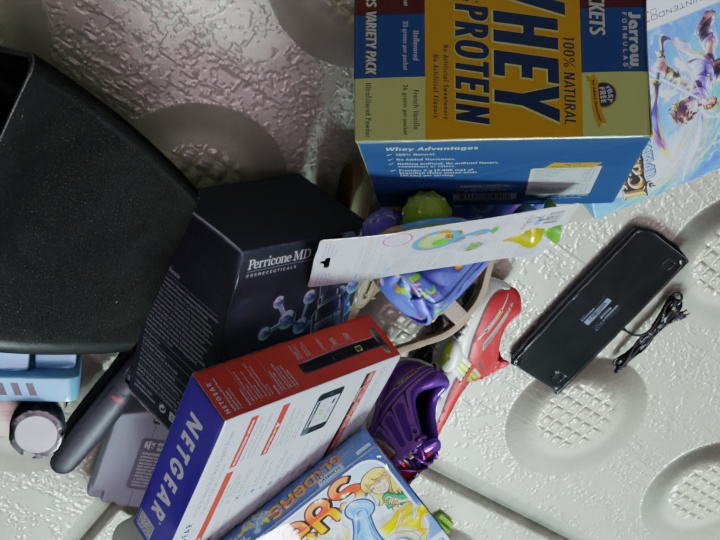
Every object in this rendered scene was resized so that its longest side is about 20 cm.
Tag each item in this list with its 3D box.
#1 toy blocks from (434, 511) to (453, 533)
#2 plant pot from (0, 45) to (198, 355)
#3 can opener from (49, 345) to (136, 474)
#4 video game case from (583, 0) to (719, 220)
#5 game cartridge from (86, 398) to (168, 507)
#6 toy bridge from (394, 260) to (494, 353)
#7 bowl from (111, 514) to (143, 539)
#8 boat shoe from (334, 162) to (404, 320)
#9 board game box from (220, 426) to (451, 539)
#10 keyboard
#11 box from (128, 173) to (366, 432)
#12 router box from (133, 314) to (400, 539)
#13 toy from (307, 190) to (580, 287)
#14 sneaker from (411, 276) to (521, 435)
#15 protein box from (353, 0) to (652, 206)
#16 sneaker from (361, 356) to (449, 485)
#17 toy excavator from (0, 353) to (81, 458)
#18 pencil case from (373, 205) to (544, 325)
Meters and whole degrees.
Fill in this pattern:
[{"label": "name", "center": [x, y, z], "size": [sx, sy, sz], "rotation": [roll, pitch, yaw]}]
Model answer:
[{"label": "toy blocks", "center": [0.041, 0.383, 1.248], "size": [0.200, 0.137, 0.100], "rotation": [-37, 124, 11]}, {"label": "plant pot", "center": [-0.244, -0.043, 0.839], "size": [0.177, 0.199, 0.201], "rotation": [23, 89, -41]}, {"label": "can opener", "center": [-0.217, 0.106, 1.023], "size": [0.079, 0.063, 0.200], "rotation": [41, 93, -13]}, {"label": "video game case", "center": [0.267, -0.164, 1.005], "size": [0.181, 0.046, 0.200], "rotation": [-22, 126, 1]}, {"label": "game cartridge", "center": [-0.160, 0.185, 1.127], "size": [0.199, 0.042, 0.134], "rotation": [13, 114, -22]}, {"label": "toy bridge", "center": [0.071, 0.025, 1.034], "size": [0.067, 0.027, 0.200], "rotation": [44, 82, -10]}, {"label": "bowl", "center": [-0.151, 0.335, 1.125], "size": [0.075, 0.200, 0.200], "rotation": [-41, 125, 16]}, {"label": "boat shoe", "center": [0.000, 0.000, 1.025], "size": [0.064, 0.071, 0.201], "rotation": [4, 121, -18]}, {"label": "board game box", "center": [-0.036, 0.246, 0.971], "size": [0.200, 0.034, 0.136], "rotation": [-38, 118, -3]}, {"label": "keyboard", "center": [0.259, 0.050, 1.160], "size": [0.127, 0.021, 0.200], "rotation": [33, 110, -24]}, {"label": "box", "center": [-0.096, 0.034, 0.961], "size": [0.148, 0.107, 0.201], "rotation": [-13, 128, -44]}, {"label": "router box", "center": [-0.078, 0.139, 0.922], "size": [0.179, 0.049, 0.200], "rotation": [-16, 145, -41]}, {"label": "toy", "center": [0.059, -0.033, 0.880], "size": [0.199, 0.047, 0.115], "rotation": [-5, 162, -9]}, {"label": "sneaker", "center": [0.104, 0.097, 1.117], "size": [0.085, 0.077, 0.201], "rotation": [9, 120, -26]}, {"label": "protein box", "center": [0.102, -0.134, 0.837], "size": [0.198, 0.200, 0.136], "rotation": [-1, 81, 5]}, {"label": "sneaker", "center": [0.030, 0.177, 1.040], "size": [0.081, 0.083, 0.201], "rotation": [37, 66, -55]}, {"label": "toy excavator", "center": [-0.276, 0.052, 0.978], "size": [0.193, 0.100, 0.201], "rotation": [2, 109, -11]}, {"label": "pencil case", "center": [0.100, -0.041, 0.980], "size": [0.200, 0.087, 0.078], "rotation": [-42, 131, -11]}]
